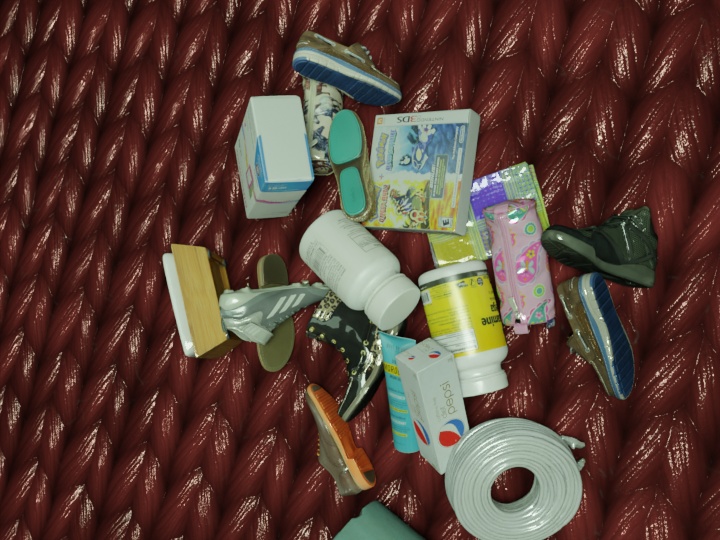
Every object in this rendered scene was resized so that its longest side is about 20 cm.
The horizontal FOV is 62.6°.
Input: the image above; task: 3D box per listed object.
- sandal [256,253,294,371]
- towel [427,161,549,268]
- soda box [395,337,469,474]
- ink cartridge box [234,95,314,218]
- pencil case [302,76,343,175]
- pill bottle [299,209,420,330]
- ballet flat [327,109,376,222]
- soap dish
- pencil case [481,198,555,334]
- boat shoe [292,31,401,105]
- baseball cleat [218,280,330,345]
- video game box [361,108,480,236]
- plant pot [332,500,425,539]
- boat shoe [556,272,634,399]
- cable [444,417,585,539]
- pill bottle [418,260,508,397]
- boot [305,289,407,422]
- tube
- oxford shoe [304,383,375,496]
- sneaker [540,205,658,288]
[{"bbox_3d":[-0.171,0.080,1.082,0.070,0.078,0.212,-16,72,47],"label":"sandal"},{"bbox_3d":[0.201,-0.088,0.978,0.200,0.023,0.144,-15,73,16],"label":"towel"},{"bbox_3d":[0.116,0.209,0.911,0.068,0.064,0.200,-25,116,-20],"label":"soda box"},{"bbox_3d":[-0.152,-0.185,1.009,0.085,0.200,0.145,-8,81,-19],"label":"ink cartridge box"},{"bbox_3d":[-0.071,-0.274,1.051,0.078,0.089,0.200,1,86,17],"label":"pencil case"},{"bbox_3d":[0.000,0.000,0.978,0.200,0.114,0.114,44,100,28],"label":"pill bottle"},{"bbox_3d":[-0.013,-0.172,1.003,0.070,0.065,0.200,-9,75,17],"label":"ballet flat"},{"bbox_3d":[-0.278,0.056,1.066,0.081,0.157,0.200,-15,81,-1],"label":"soap dish"},{"bbox_3d":[0.243,-0.009,0.907,0.087,0.087,0.200,-8,102,17],"label":"pencil case"},{"bbox_3d":[-0.013,-0.343,0.995,0.072,0.200,0.073,-11,66,57],"label":"boat shoe"},{"bbox_3d":[-0.143,0.072,1.022,0.200,0.070,0.107,-4,86,-22],"label":"baseball cleat"},{"bbox_3d":[0.097,-0.164,0.990,0.182,0.047,0.200,6,87,37],"label":"video game box"},{"bbox_3d":[0.048,0.481,0.916,0.196,0.200,0.200,38,98,24],"label":"plant pot"},{"bbox_3d":[0.356,0.100,0.901,0.072,0.072,0.200,-13,97,47],"label":"boat shoe"},{"bbox_3d":[0.230,0.321,0.893,0.200,0.069,0.200,25,101,-7],"label":"cable"},{"bbox_3d":[0.167,0.092,0.938,0.112,0.112,0.200,-15,82,16],"label":"pill bottle"},{"bbox_3d":[-0.026,0.139,1.016,0.150,0.073,0.200,27,91,16],"label":"boot"},{"bbox_3d":[0.070,0.195,0.956,0.077,0.050,0.200,7,112,40],"label":"tube"},{"bbox_3d":[-0.053,0.293,1.017,0.073,0.071,0.200,-33,78,18],"label":"oxford shoe"},{"bbox_3d":[0.359,-0.052,0.878,0.199,0.076,0.114,17,82,-15],"label":"sneaker"}]
